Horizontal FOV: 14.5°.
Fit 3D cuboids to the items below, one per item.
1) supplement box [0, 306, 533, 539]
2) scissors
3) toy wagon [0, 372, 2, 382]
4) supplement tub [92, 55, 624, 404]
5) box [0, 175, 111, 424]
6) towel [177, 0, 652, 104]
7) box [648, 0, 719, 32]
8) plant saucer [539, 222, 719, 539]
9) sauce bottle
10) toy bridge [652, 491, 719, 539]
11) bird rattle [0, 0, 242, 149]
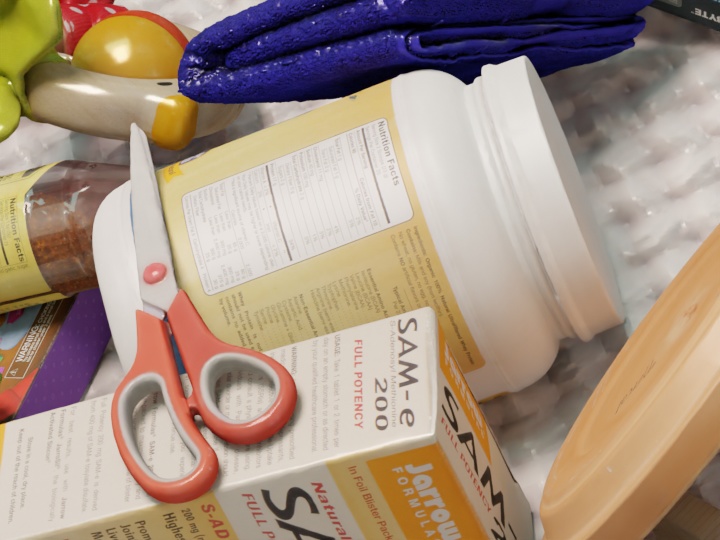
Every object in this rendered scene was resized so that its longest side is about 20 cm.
[{"bbox_3d":[-0.041,0.104,1.141,0.199,0.126,0.074,-16,41,15],"label":"supplement box"},{"bbox_3d":[-0.086,0.014,1.139,0.073,0.014,0.200,-32,48,0],"label":"scissors"},{"bbox_3d":[-0.215,0.105,1.265,0.199,0.040,0.156,17,78,34],"label":"toy wagon"},{"bbox_3d":[0.000,0.000,1.218,0.199,0.145,0.145,-21,39,8],"label":"supplement tub"},{"bbox_3d":[-0.191,0.034,1.375,0.136,0.039,0.200,-2,45,28],"label":"box"},{"bbox_3d":[0.030,-0.103,1.296,0.147,0.050,0.200,-20,-9,39],"label":"towel"},{"bbox_3d":[0.145,-0.207,1.390,0.199,0.046,0.159,22,56,18],"label":"box"},{"bbox_3d":[0.128,0.033,1.094,0.201,0.032,0.200,-55,1,1],"label":"plant saucer"},{"bbox_3d":[-0.148,-0.017,1.328,0.199,0.066,0.066,-12,41,13],"label":"sauce bottle"},{"bbox_3d":[0.143,0.108,1.109,0.200,0.027,0.067,-43,43,-19],"label":"toy bridge"},{"bbox_3d":[-0.138,-0.101,1.441,0.162,0.113,0.200,17,14,10],"label":"bird rattle"}]
